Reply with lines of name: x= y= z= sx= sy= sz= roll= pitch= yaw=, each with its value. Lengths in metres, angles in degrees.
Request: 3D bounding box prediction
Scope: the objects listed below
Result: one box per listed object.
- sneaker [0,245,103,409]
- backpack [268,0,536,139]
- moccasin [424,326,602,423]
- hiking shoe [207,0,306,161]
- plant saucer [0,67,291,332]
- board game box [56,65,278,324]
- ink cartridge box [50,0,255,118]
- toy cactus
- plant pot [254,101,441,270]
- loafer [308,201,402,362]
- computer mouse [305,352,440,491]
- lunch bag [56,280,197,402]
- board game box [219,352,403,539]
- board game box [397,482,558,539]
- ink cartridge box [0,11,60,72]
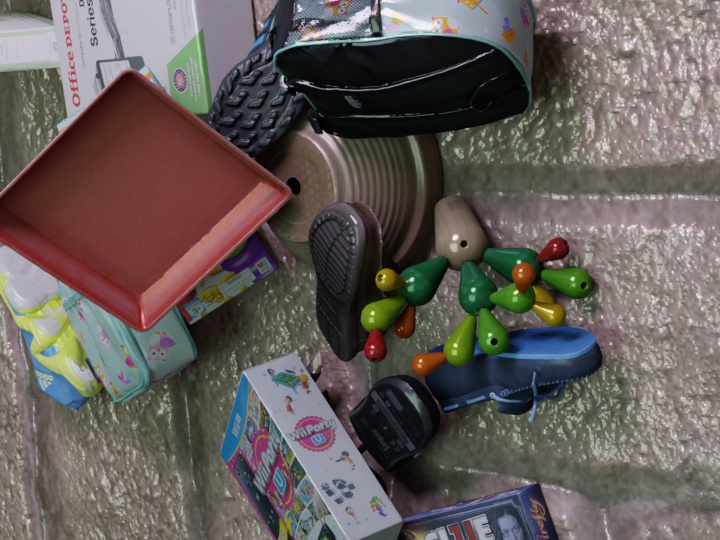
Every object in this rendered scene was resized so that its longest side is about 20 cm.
sneaker: x=-0.344 y=0.068 z=1.909 sx=0.200 sy=0.075 sz=0.105 roll=55 pitch=138 yaw=25
backpack: x=0.047 y=-0.195 z=1.454 sx=0.199 sy=0.176 sz=0.154 roll=4 pitch=67 yaw=23
moccasin: x=0.137 y=0.090 z=1.528 sx=0.200 sy=0.080 sz=0.069 roll=-6 pitch=103 yaw=55
hiking shoe: x=-0.067 y=-0.183 z=1.575 sx=0.074 sy=0.087 sz=0.201 roll=32 pitch=95 yaw=0
plant saucer: x=-0.196 y=-0.064 z=1.536 sx=0.200 sy=0.199 sz=0.037 roll=-41 pitch=35 yaw=18
board game box: x=-0.177 y=-0.068 z=1.631 sx=0.105 sy=0.200 sz=0.103 roll=-33 pitch=37 yaw=3
ink cartridge box: x=-0.200 y=-0.222 z=1.710 sx=0.199 sy=0.084 sz=0.146 roll=0 pitch=101 yaw=39
toy cactus: x=0.089 y=0.001 z=1.499 sx=0.199 sy=0.102 sz=0.166 roll=-18 pitch=49 yaw=4
plant pot: x=-0.032 y=-0.082 z=1.603 sx=0.200 sy=0.092 sz=0.202 roll=12 pitch=109 yaw=37
loafer: x=0.000 y=0.000 z=1.555 sx=0.073 sy=0.071 sz=0.200 roll=55 pitch=160 yaw=26
computer mouse: x=0.011 y=0.122 z=1.634 sx=0.141 sy=0.046 sz=0.200 roll=52 pitch=149 yaw=13
lunch bag: x=-0.241 y=0.044 z=1.764 sx=0.161 sy=0.077 sz=0.200 roll=61 pitch=159 yaw=-1
board game box: x=-0.049 y=0.202 z=1.659 sx=0.200 sy=0.064 sz=0.148 roll=55 pitch=149 yaw=27
board game box: x=0.100 y=0.281 z=1.622 sx=0.199 sy=0.035 sz=0.136 roll=-22 pitch=87 yaw=41
ink cartridge box: x=-0.408 y=-0.225 z=1.780 sx=0.145 sy=0.199 sz=0.048 roll=28 pitch=122 yaw=60
